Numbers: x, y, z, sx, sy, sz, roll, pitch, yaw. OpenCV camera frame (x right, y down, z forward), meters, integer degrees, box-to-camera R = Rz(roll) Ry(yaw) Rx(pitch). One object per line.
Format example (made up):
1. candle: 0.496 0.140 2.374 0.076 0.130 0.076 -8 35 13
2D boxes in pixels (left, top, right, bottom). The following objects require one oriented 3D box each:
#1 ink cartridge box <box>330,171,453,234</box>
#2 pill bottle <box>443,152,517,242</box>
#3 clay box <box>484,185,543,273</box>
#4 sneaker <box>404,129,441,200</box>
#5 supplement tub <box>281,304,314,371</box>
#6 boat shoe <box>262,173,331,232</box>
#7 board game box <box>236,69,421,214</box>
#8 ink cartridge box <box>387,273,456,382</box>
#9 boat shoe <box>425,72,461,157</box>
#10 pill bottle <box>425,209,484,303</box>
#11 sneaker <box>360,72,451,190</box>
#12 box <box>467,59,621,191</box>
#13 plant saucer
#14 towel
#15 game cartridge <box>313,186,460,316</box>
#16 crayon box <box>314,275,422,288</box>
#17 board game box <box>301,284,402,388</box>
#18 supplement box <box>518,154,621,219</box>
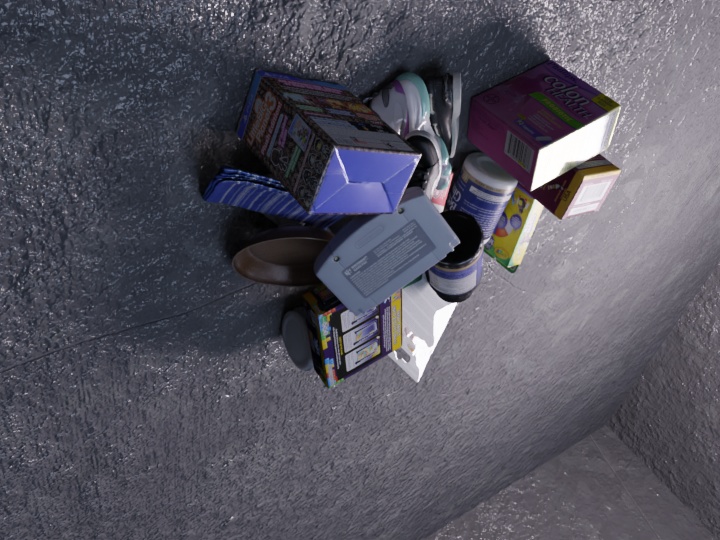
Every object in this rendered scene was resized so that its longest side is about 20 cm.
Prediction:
1. ink cartridge box: 0.051 -0.112 1.174 0.198 0.084 0.146 -22 142 -30
2. pill bottle: 0.222 -0.119 1.314 0.110 0.111 0.202 -11 136 -37
3. clay box: 0.308 -0.101 1.402 0.047 0.115 0.202 -10 128 -36
4. sneaker: 0.082 -0.104 1.028 0.072 0.113 0.202 8 134 3
5. supplement tub: -0.042 0.109 1.290 0.198 0.123 0.124 -15 138 -33
6. boat shoe: -0.100 -0.082 1.066 0.071 0.070 0.200 -42 147 1
7. board game box: -0.046 -0.172 0.903 0.158 0.200 0.098 -4 130 -42
8. ink cartridge box: 0.100 0.093 1.330 0.163 0.057 0.201 45 67 -32
9. boat shoe: 0.137 -0.257 1.121 0.059 0.075 0.200 2 162 7
10. pill bottle: 0.173 -0.017 1.240 0.111 0.112 0.201 -36 155 -8
11. sneaker: 0.058 -0.199 1.070 0.139 0.078 0.202 -27 114 -6
12. box: 0.326 -0.265 1.199 0.198 0.176 0.097 -27 144 -20
13. plant saucer: -0.105 -0.025 1.059 0.197 0.037 0.201 -3 159 -1
14. towel: -0.118 -0.095 0.938 0.197 0.024 0.144 13 167 -21
15. game cartridge: 0.035 -0.030 0.987 0.199 0.042 0.133 -35 119 11
16. crayon box: 0.000 0.000 1.210 0.198 0.127 0.051 -24 143 -23
17. board game box: -0.008 0.088 1.135 0.164 0.057 0.202 -27 140 -22
18. supplement box: 0.378 -0.203 1.299 0.130 0.200 0.104 -12 138 -36
